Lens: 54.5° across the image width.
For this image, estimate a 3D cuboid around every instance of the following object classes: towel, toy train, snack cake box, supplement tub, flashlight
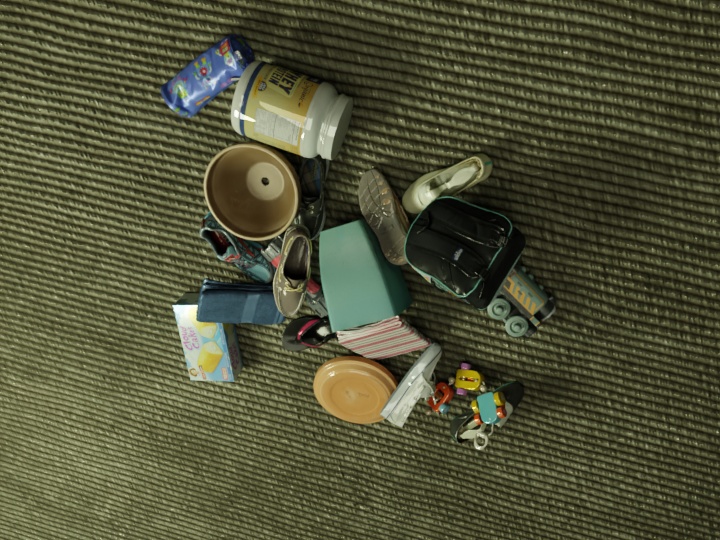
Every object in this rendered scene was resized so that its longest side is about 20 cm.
[{"bbox_3d":[-0.254,0.071,1.519,0.199,0.049,0.112,3,136,-22],"label":"towel"},{"bbox_3d":[0.300,0.043,1.405,0.200,0.085,0.114,44,107,-8],"label":"toy train"},{"bbox_3d":[0.053,0.143,1.474,0.146,0.200,0.030,-16,65,20],"label":"towel"},{"bbox_3d":[-0.350,0.154,1.617,0.115,0.067,0.201,-2,113,13],"label":"snack cake box"},{"bbox_3d":[-0.126,-0.297,1.313,0.199,0.144,0.145,19,117,4],"label":"supplement tub"},{"bbox_3d":[0.235,0.290,1.515,0.200,0.056,0.151,38,102,43],"label":"toy train"},{"bbox_3d":[-0.123,0.007,1.500,0.200,0.068,0.068,45,152,-13],"label":"flashlight"}]

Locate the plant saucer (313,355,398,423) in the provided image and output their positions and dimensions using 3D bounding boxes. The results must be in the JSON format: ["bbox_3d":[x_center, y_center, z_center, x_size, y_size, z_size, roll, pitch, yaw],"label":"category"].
[{"bbox_3d":[-0.010,0.278,1.591,0.199,0.032,0.201,6,127,8],"label":"plant saucer"}]

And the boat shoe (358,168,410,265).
[{"bbox_3d":[0.055,-0.106,1.398,0.076,0.072,0.201,-20,88,25],"label":"boat shoe"}]

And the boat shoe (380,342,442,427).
[{"bbox_3d":[0.133,0.257,1.518,0.086,0.075,0.202,36,93,2],"label":"boat shoe"}]

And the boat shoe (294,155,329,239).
[{"bbox_3d":[-0.104,-0.150,1.423,0.068,0.057,0.201,12,116,8],"label":"boat shoe"}]

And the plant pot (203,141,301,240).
[{"bbox_3d":[-0.208,-0.169,1.419,0.200,0.093,0.202,5,115,11],"label":"plant pot"}]

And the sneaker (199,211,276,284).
[{"bbox_3d":[-0.269,-0.034,1.493,0.200,0.096,0.079,44,117,-11],"label":"sneaker"}]

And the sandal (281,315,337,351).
[{"bbox_3d":[-0.094,0.136,1.558,0.199,0.045,0.075,-18,109,20],"label":"sandal"}]

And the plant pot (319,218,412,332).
[{"bbox_3d":[0.000,0.000,1.422,0.141,0.141,0.201,-15,93,19],"label":"plant pot"}]

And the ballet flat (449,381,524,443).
[{"bbox_3d":[0.282,0.324,1.541,0.068,0.068,0.200,39,117,-18],"label":"ballet flat"}]

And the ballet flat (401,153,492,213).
[{"bbox_3d":[0.160,-0.165,1.349,0.200,0.070,0.070,-29,105,24],"label":"ballet flat"}]

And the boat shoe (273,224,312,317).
[{"bbox_3d":[-0.137,0.008,1.435,0.072,0.060,0.201,7,107,-12],"label":"boat shoe"}]

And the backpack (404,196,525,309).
[{"bbox_3d":[0.190,-0.037,1.312,0.200,0.153,0.176,29,89,32],"label":"backpack"}]

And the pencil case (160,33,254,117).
[{"bbox_3d":[-0.293,-0.372,1.355,0.200,0.078,0.087,-27,83,24],"label":"pencil case"}]
